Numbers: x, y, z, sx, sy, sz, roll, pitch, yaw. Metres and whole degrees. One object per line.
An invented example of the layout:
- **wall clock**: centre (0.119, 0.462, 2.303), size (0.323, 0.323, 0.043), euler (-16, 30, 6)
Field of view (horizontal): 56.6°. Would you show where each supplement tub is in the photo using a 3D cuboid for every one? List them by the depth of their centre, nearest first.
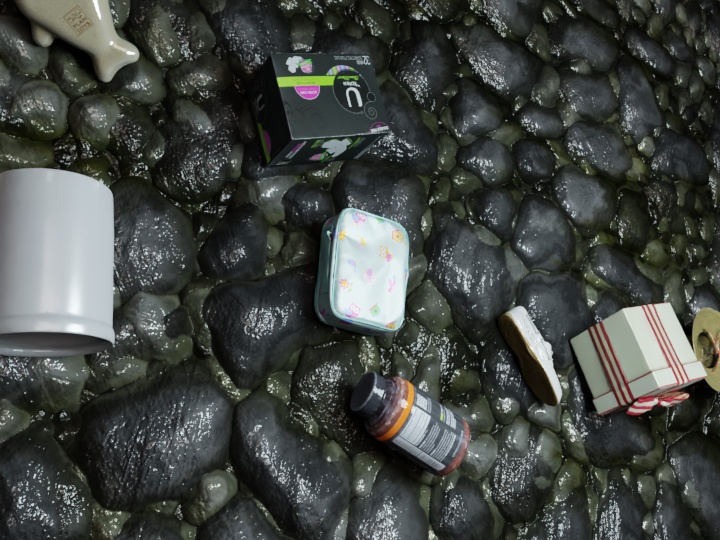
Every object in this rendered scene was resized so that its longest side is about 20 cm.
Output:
- **supplement tub**: centre (0.079, 0.247, 1.101), size (0.198, 0.106, 0.108), euler (36, 62, -17)

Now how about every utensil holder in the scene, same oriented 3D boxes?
- **utensil holder**: centre (-0.399, -0.005, 0.850), size (0.166, 0.169, 0.205), euler (3, 73, -29)

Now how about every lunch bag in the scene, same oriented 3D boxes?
- **lunch bag**: centre (0.000, 0.000, 1.138), size (0.157, 0.077, 0.205), euler (14, 70, -25)

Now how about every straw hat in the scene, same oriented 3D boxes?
- **straw hat**: centre (0.785, 0.188, 1.547), size (0.197, 0.084, 0.206), euler (10, 73, -34)

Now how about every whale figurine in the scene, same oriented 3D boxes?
- **whale figurine**: centre (-0.416, -0.387, 0.991), size (0.158, 0.104, 0.201), euler (-35, 119, 5)

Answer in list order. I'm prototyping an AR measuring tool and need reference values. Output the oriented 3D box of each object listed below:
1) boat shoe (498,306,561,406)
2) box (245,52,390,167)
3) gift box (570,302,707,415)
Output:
- **boat shoe**: centre (0.345, 0.163, 1.301), size (0.068, 0.071, 0.203), euler (-27, 90, -31)
- **box**: centre (-0.073, -0.273, 1.141), size (0.196, 0.124, 0.152), euler (-12, 82, -33)
- **gift box**: centre (0.559, 0.194, 1.360), size (0.181, 0.201, 0.190), euler (-6, 64, -27)
